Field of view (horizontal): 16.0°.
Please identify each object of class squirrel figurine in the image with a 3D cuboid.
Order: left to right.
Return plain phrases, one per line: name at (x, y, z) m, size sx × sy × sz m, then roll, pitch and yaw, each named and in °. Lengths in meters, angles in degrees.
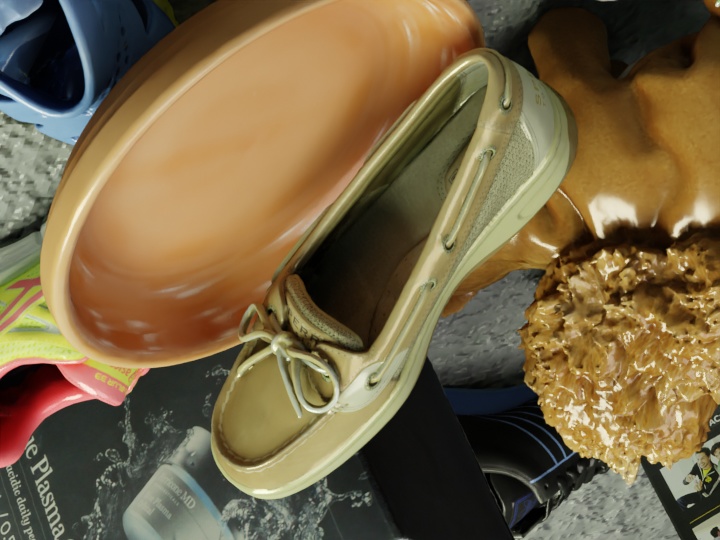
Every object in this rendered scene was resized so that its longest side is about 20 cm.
squirrel figurine at (0.102, -0.017, 1.091) m, size 0.186 × 0.201 × 0.142 m, roll -16°, pitch 156°, yaw 8°

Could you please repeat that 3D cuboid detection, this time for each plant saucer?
plant saucer at (-0.041, -0.044, 0.988) m, size 0.200 × 0.037 × 0.200 m, roll -30°, pitch 152°, yaw -18°

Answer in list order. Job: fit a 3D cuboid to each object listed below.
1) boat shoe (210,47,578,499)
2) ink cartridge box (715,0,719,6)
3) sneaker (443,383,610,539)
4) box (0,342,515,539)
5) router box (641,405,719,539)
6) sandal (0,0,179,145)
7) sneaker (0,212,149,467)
boat shoe at (0.002, 0.001, 0.997) m, size 0.201 × 0.073 × 0.063 m, roll -48°, pitch 147°, yaw 10°
ink cartridge box at (0.221, -0.150, 1.019) m, size 0.104 × 0.059 × 0.200 m, roll -52°, pitch 173°, yaw 33°
sneaker at (0.091, 0.098, 1.329) m, size 0.199 × 0.078 × 0.070 m, roll -7°, pitch 141°, yaw -24°
box at (-0.054, 0.112, 1.151) m, size 0.200 × 0.197 × 0.117 m, roll -40°, pitch 142°, yaw 19°
router box at (0.270, 0.113, 1.400) m, size 0.200 × 0.149 × 0.051 m, roll -30°, pitch 145°, yaw 6°
sandal at (-0.120, -0.085, 0.951) m, size 0.079 × 0.087 × 0.200 m, roll -37°, pitch 146°, yaw 12°
sneaker at (-0.103, 0.013, 1.084) m, size 0.200 × 0.090 × 0.078 m, roll -38°, pitch 142°, yaw 14°
